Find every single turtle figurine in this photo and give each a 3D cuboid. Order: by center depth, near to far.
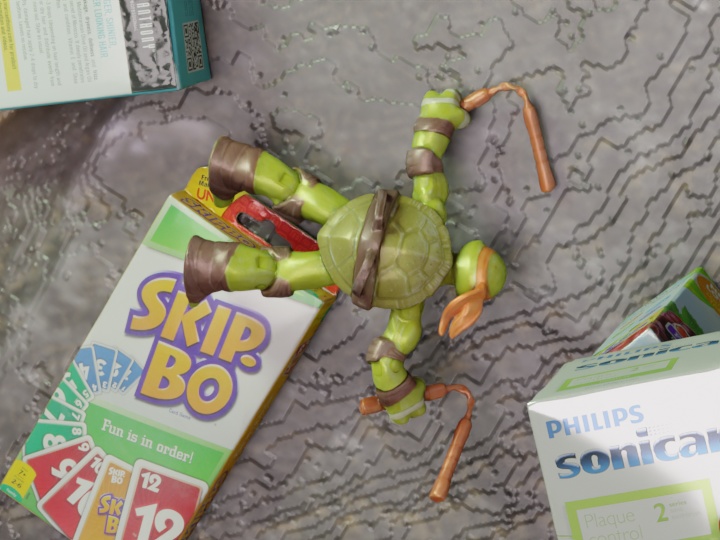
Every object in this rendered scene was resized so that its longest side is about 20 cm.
[{"bbox_3d":[0.000,0.000,1.144,0.160,0.064,0.201,10,89,11],"label":"turtle figurine"}]

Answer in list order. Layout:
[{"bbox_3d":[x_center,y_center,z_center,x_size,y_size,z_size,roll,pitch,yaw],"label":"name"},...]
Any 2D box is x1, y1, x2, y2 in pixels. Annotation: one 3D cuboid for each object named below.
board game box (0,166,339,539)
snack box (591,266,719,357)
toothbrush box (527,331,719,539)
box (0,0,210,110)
[{"bbox_3d":[-0.093,0.054,1.217,0.095,0.030,0.200,34,104,8],"label":"board game box"},{"bbox_3d":[0.183,0.103,1.085,0.053,0.142,0.200,-37,89,19],"label":"snack box"},{"bbox_3d":[0.164,0.127,0.976,0.145,0.086,0.201,-11,95,17],"label":"toothbrush box"},{"bbox_3d":[-0.178,-0.120,1.198,0.199,0.049,0.083,-5,98,16],"label":"box"}]
